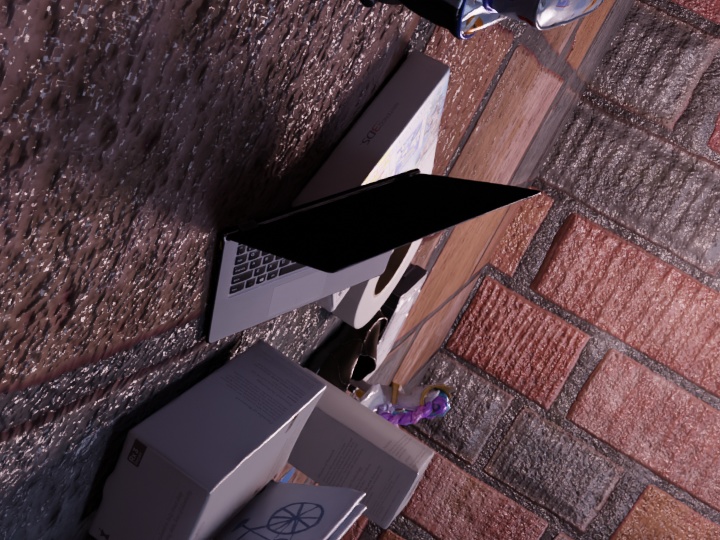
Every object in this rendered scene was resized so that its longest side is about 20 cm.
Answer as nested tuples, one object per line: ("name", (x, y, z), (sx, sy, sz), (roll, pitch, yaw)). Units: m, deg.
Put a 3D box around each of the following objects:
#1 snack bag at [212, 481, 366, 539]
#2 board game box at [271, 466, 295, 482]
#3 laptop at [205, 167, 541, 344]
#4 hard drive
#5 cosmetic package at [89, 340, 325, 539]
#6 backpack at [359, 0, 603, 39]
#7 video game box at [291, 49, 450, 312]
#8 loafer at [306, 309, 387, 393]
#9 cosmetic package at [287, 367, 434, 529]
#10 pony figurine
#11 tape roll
("snack bag", (-0.120, 0.233, 0.697), (0.189, 0.199, 0.021), (-33, 118, -60))
("board game box", (-0.165, 0.336, 1.095), (0.200, 0.039, 0.158), (-50, 171, -17))
("laptop", (0.000, 0.000, 0.610), (0.187, 0.116, 0.200), (-21, 147, -33))
("hard drive", (0.039, 0.094, 1.340), (0.200, 0.038, 0.140), (-66, 167, 25))
("cosmetic package", (-0.120, 0.152, 0.678), (0.113, 0.081, 0.200), (-63, 169, 26))
("backpack", (0.105, -0.254, 0.517), (0.200, 0.154, 0.191), (-39, 147, -51))
("video game box", (0.010, -0.079, 0.773), (0.200, 0.047, 0.182), (-54, 169, -22))
("loafer", (-0.008, 0.119, 1.118), (0.200, 0.071, 0.073), (-44, 161, -51))
("cosmetic package", (-0.022, 0.204, 0.962), (0.081, 0.200, 0.113), (-62, 166, 8))
("pony figurine", (0.017, 0.206, 1.141), (0.193, 0.199, 0.167), (-48, 127, -41))
("tape roll", (0.032, -0.021, 1.028), (0.203, 0.037, 0.203), (-55, 167, -20))
